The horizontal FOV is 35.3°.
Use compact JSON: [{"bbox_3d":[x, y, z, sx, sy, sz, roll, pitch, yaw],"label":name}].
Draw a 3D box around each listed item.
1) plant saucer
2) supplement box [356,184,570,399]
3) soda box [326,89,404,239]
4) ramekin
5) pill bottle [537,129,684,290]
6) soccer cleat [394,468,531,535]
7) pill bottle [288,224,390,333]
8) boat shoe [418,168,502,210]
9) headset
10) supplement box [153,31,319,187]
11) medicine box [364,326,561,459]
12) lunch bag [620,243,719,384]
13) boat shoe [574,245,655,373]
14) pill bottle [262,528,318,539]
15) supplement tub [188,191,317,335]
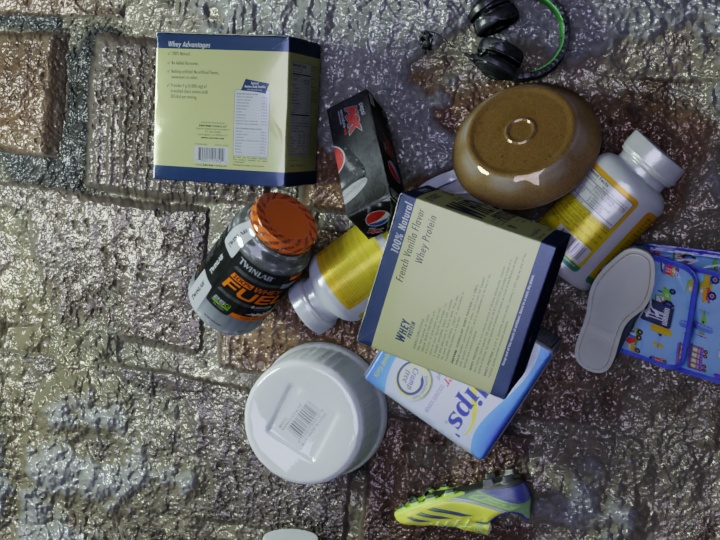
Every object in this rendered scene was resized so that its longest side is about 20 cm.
[{"bbox_3d":[0.212,-0.174,1.477,0.199,0.035,0.201,-10,58,16],"label":"plant saucer"},{"bbox_3d":[0.130,0.021,1.411,0.199,0.134,0.201,20,104,14],"label":"supplement box"},{"bbox_3d":[0.009,-0.145,1.528,0.071,0.063,0.201,-24,51,17],"label":"soda box"},{"bbox_3d":[-0.069,0.209,1.620,0.199,0.098,0.202,2,96,16],"label":"ramekin"},{"bbox_3d":[0.321,-0.081,1.468,0.113,0.113,0.200,43,106,9],"label":"pill bottle"},{"bbox_3d":[0.144,0.339,1.587,0.199,0.065,0.084,-17,93,17],"label":"soccer cleat"},{"bbox_3d":[0.000,0.000,1.572,0.200,0.112,0.112,-36,85,16],"label":"pill bottle"},{"bbox_3d":[0.177,-0.097,1.527,0.201,0.075,0.087,-13,74,11],"label":"boat shoe"},{"bbox_3d":[0.177,-0.311,1.494,0.199,0.094,0.124,-5,86,6],"label":"headset"},{"bbox_3d":[-0.171,-0.224,1.582,0.199,0.134,0.201,5,97,15],"label":"supplement box"},{"bbox_3d":[0.141,0.122,1.546,0.200,0.103,0.183,34,104,12],"label":"medicine box"},{"bbox_3d":[0.425,0.050,1.459,0.199,0.094,0.151,13,118,26],"label":"lunch bag"},{"bbox_3d":[0.330,0.043,1.443,0.075,0.062,0.201,22,129,18],"label":"boat shoe"},{"bbox_3d":[-0.104,0.487,1.650,0.110,0.111,0.201,4,97,16],"label":"pill bottle"},{"bbox_3d":[-0.149,-0.010,1.579,0.123,0.122,0.200,46,129,8],"label":"supplement tub"}]
